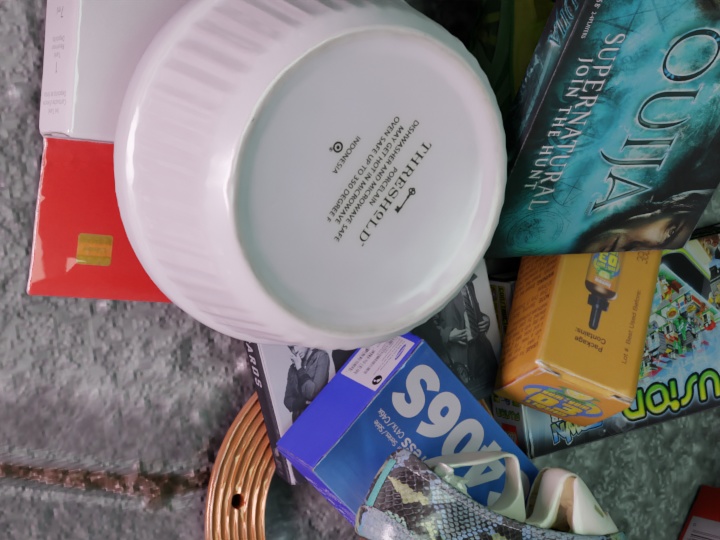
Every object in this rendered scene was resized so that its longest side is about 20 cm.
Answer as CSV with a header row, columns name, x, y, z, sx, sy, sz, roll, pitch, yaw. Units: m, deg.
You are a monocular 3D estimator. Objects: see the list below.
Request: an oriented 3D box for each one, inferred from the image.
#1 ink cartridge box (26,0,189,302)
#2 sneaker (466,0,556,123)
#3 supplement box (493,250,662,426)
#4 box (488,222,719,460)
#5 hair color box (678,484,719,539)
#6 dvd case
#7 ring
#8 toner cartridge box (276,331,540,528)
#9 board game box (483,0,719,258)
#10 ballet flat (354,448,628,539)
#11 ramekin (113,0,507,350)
name,x,y,z,sx,sy,sz,roll,pitch,yaw
ink cartridge box,-0.075,-0.068,1.126,0.200,0.045,0.177,4,91,-30
sneaker,0.081,-0.128,1.190,0.074,0.083,0.200,26,59,-47
supplement box,0.134,-0.015,1.201,0.066,0.069,0.200,23,63,-17
box,0.169,0.040,1.278,0.200,0.035,0.110,-13,100,-29
hair color box,0.286,0.230,1.342,0.200,0.064,0.111,31,78,-29
dvd case,0.000,0.000,1.145,0.150,0.025,0.200,-22,112,-24
ring,-0.001,0.138,1.197,0.200,0.019,0.201,-3,95,-31
toner cartridge box,0.049,0.128,1.170,0.095,0.043,0.200,-49,124,-10
board game box,0.144,-0.084,1.082,0.135,0.028,0.200,-3,139,-22
ballet flat,0.089,0.135,1.132,0.200,0.074,0.074,14,86,-37
ramekin,-0.017,-0.052,1.053,0.202,0.094,0.203,-7,106,-28
